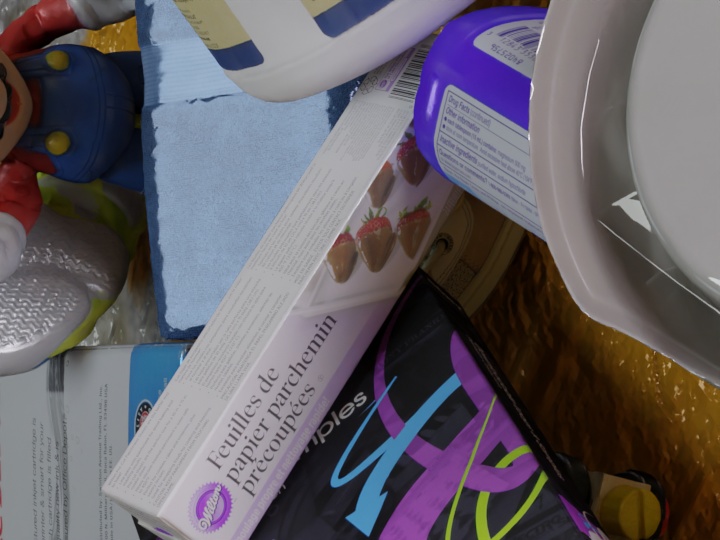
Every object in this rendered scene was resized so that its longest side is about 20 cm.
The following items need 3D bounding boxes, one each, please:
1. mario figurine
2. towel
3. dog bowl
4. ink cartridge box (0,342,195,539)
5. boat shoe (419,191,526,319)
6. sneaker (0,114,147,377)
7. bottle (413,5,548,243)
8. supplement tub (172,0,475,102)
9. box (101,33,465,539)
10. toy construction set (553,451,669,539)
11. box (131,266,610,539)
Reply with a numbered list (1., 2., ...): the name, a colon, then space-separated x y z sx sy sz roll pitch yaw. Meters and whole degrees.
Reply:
1. mario figurine: -0.126 -0.064 1.170 0.106 0.200 0.124 -60 42 40
2. towel: -0.036 -0.073 1.144 0.111 0.049 0.201 -5 84 28
3. dog bowl: 0.146 -0.048 0.789 0.200 0.059 0.201 -11 70 33
4. ink cartridge box: -0.087 0.104 1.211 0.200 0.084 0.146 -4 87 58
5. boat shoe: -0.002 -0.001 1.052 0.201 0.063 0.073 -55 44 14
6. sneaker: -0.142 0.002 1.255 0.105 0.076 0.200 -60 1 40
7. bottle: 0.099 -0.027 0.909 0.200 0.083 0.065 36 119 49
8. supplement tub: -0.036 -0.176 0.995 0.200 0.144 0.144 55 153 -16
9. box: -0.016 0.007 0.985 0.041 0.039 0.200 14 68 52
10. toy construction set: 0.049 0.126 0.975 0.200 0.092 0.132 9 84 45
11. box: 0.000 0.093 0.949 0.143 0.036 0.200 -42 29 6
